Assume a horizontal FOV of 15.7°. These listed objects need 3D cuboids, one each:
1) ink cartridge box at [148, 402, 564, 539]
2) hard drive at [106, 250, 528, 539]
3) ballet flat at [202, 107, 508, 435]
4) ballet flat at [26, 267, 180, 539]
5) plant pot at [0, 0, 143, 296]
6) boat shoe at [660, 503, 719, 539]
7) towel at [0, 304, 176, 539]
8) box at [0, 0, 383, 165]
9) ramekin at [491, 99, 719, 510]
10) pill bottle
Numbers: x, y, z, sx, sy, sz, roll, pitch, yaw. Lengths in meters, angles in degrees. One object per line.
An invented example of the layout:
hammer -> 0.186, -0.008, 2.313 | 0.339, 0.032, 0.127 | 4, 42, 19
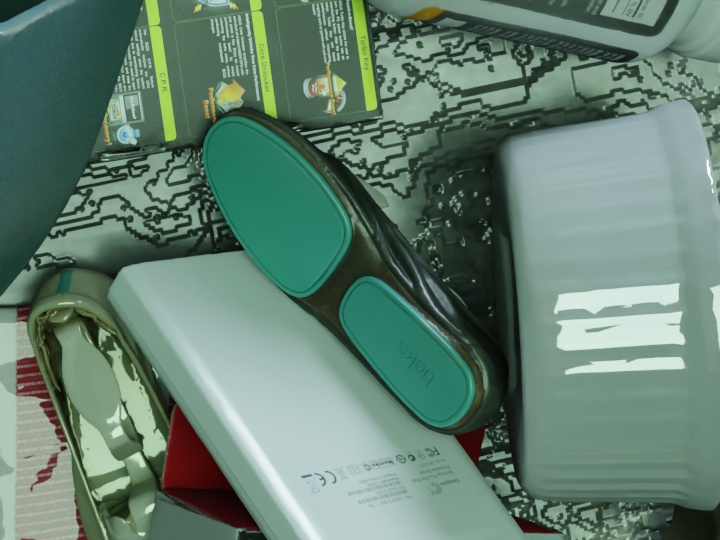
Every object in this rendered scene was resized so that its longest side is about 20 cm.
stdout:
ink cartridge box -> -0.005, 0.160, 1.283 | 0.199, 0.084, 0.177 | 4, 98, -35
hard drive -> -0.020, 0.072, 1.252 | 0.131, 0.200, 0.026 | -8, 141, -44
ballet flat -> 0.000, 0.000, 1.282 | 0.068, 0.068, 0.200 | -45, 77, 27
ballet flat -> -0.115, 0.096, 1.289 | 0.069, 0.069, 0.201 | -23, 96, -6
plant pot -> -0.231, -0.062, 1.198 | 0.194, 0.196, 0.201 | 18, 111, 11
boat shoe -> 0.178, 0.175, 1.361 | 0.067, 0.072, 0.201 | 31, 96, -25
towel -> -0.099, 0.089, 1.334 | 0.198, 0.023, 0.145 | 0, 95, -9
box -> -0.096, -0.160, 1.299 | 0.192, 0.048, 0.202 | -10, 96, -10
ramekin -> 0.119, 0.020, 1.278 | 0.097, 0.200, 0.202 | -4, 96, 0
pill bottle -> 0.104, -0.166, 1.281 | 0.199, 0.116, 0.117 | 9, 94, -26
